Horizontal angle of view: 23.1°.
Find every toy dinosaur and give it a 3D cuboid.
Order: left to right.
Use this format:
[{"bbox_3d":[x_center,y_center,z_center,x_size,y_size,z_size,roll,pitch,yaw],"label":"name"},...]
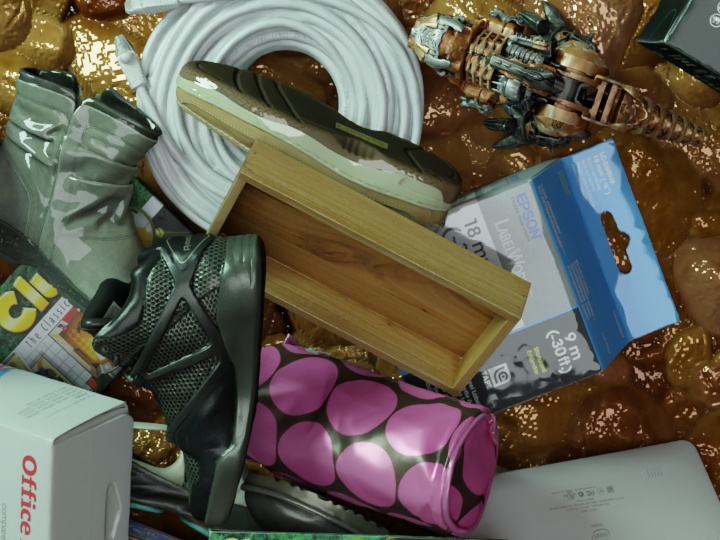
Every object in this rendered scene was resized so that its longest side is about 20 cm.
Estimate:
[{"bbox_3d":[0.127,-0.118,1.172,0.200,0.136,0.102,41,95,-3],"label":"toy dinosaur"}]

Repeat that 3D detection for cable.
[{"bbox_3d":[-0.055,-0.112,1.211,0.198,0.069,0.202,-14,97,2],"label":"cable"}]

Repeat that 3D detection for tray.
[{"bbox_3d":[0.000,0.000,1.142,0.199,0.037,0.099,28,139,-5],"label":"tray"}]

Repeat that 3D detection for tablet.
[{"bbox_3d":[0.163,0.187,1.200,0.198,0.014,0.131,-8,60,-19],"label":"tablet"}]

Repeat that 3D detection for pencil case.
[{"bbox_3d":[0.003,0.107,1.183,0.199,0.091,0.094,17,56,33],"label":"pencil case"}]

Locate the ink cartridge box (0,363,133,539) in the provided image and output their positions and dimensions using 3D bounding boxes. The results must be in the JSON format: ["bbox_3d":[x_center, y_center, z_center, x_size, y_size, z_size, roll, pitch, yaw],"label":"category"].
[{"bbox_3d":[-0.259,0.142,1.186,0.199,0.083,0.147,13,109,28],"label":"ink cartridge box"}]

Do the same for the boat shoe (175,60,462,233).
[{"bbox_3d":[-0.036,-0.067,1.151,0.199,0.072,0.077,26,113,-1],"label":"boat shoe"}]

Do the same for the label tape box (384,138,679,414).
[{"bbox_3d":[0.110,0.011,1.223,0.199,0.063,0.145,-21,96,4],"label":"label tape box"}]

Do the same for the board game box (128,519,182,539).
[{"bbox_3d":[-0.116,0.243,1.256,0.199,0.019,0.103,21,122,-1],"label":"board game box"}]

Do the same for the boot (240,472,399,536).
[{"bbox_3d":[-0.039,0.259,1.188,0.181,0.073,0.201,28,81,-1],"label":"boot"}]

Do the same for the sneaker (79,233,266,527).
[{"bbox_3d":[-0.120,0.069,1.136,0.113,0.076,0.201,4,115,1],"label":"sneaker"}]

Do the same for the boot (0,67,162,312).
[{"bbox_3d":[-0.165,-0.043,1.177,0.199,0.068,0.131,31,105,2],"label":"boot"}]

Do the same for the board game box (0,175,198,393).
[{"bbox_3d":[-0.201,0.029,1.247,0.105,0.023,0.200,42,96,-1],"label":"board game box"}]

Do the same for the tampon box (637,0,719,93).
[{"bbox_3d":[0.305,-0.153,1.157,0.199,0.150,0.127,31,97,-2],"label":"tampon box"}]

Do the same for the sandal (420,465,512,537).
[{"bbox_3d":[0.119,0.179,1.245,0.199,0.057,0.080,12,97,0],"label":"sandal"}]

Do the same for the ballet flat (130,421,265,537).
[{"bbox_3d":[-0.123,0.151,1.235,0.199,0.068,0.069,24,87,-12],"label":"ballet flat"}]

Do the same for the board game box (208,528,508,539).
[{"bbox_3d":[-0.004,0.223,1.136,0.198,0.023,0.106,1,75,9],"label":"board game box"}]
